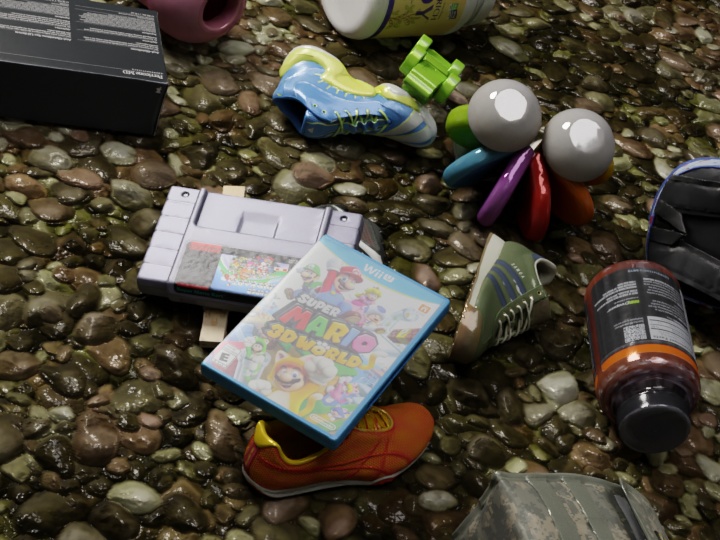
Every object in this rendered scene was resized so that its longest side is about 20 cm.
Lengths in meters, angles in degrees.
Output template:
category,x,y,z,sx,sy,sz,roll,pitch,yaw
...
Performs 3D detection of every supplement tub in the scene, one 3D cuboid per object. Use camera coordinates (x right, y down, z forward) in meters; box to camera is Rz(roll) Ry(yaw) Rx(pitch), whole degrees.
category,x,y,z,sx,sy,sz,roll,pitch,yaw
supplement tub,0.063,-0.374,1.826,0.199,0.146,0.146,-9,49,-31
supplement tub,0.289,0.090,1.450,0.107,0.107,0.200,14,41,-10

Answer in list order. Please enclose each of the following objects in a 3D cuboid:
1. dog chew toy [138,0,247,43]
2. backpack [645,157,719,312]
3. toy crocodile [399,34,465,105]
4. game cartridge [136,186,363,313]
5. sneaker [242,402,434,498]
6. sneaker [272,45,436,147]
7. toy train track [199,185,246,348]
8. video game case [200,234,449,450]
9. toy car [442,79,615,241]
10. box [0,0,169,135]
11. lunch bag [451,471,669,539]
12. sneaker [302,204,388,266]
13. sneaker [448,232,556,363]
category,x,y,z,sx,sy,sz,roll,pitch,yaw
dog chew toy,-0.225,-0.359,1.703,0.124,0.125,0.200,-18,47,-38
backpack,0.419,-0.043,1.600,0.190,0.201,0.154,16,9,3
toy crocodile,0.080,-0.232,1.697,0.067,0.062,0.200,36,20,-4
game cartridge,-0.106,-0.016,1.379,0.199,0.038,0.130,9,47,7
sneaker,-0.010,0.151,1.268,0.199,0.077,0.073,-11,49,-36
sneaker,-0.015,-0.177,1.646,0.199,0.076,0.105,28,59,6
toy train track,-0.135,0.000,1.407,0.114,0.033,0.201,3,50,2
video game case,-0.028,0.059,1.278,0.143,0.018,0.200,28,49,18
toy car,0.182,-0.113,1.608,0.199,0.175,0.150,22,76,-2
box,-0.319,-0.229,1.543,0.199,0.079,0.141,6,40,-20
lunch bag,0.205,0.265,1.213,0.199,0.118,0.164,7,42,-27
sneaker,0.000,0.000,1.442,0.098,0.071,0.201,-18,53,-35
sneaker,0.156,0.034,1.477,0.090,0.067,0.200,19,37,5
